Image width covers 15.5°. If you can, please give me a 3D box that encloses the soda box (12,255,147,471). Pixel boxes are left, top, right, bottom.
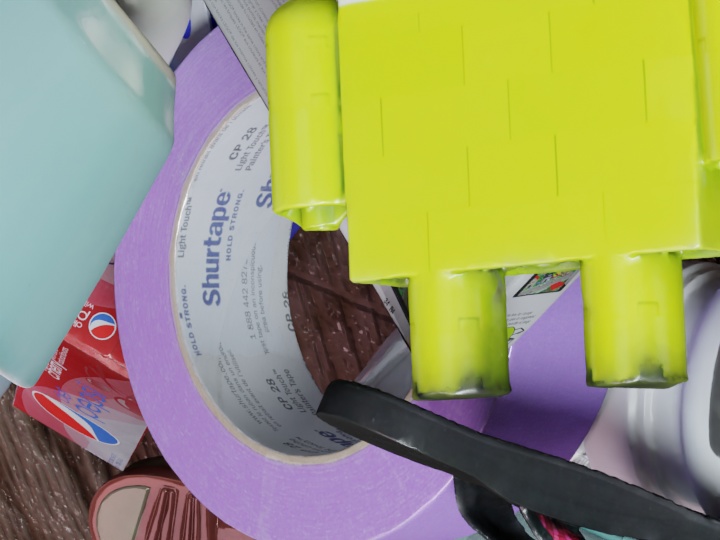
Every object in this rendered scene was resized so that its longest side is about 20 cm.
[{"bbox_3d":[-0.105,0.030,1.142,0.063,0.070,0.200,31,164,-1],"label":"soda box"}]

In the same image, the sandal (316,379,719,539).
[{"bbox_3d":[0.065,0.087,0.868,0.199,0.045,0.075,22,172,-31],"label":"sandal"}]

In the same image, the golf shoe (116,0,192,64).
[{"bbox_3d":[-0.114,-0.046,0.989,0.078,0.098,0.200,5,150,-29],"label":"golf shoe"}]

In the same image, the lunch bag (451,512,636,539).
[{"bbox_3d":[0.086,0.173,1.029,0.199,0.077,0.161,23,144,18],"label":"lunch bag"}]

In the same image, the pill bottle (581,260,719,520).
[{"bbox_3d":[0.183,0.050,0.910,0.199,0.117,0.117,6,135,40],"label":"pill bottle"}]

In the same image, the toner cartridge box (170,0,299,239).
[{"bbox_3d":[-0.081,-0.091,1.054,0.095,0.043,0.201,19,142,25],"label":"toner cartridge box"}]

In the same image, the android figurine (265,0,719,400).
[{"bbox_3d":[0.050,-0.063,0.791,0.181,0.041,0.202,-4,87,34],"label":"android figurine"}]

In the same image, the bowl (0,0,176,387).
[{"bbox_3d":[-0.135,-0.071,0.855,0.201,0.105,0.201,48,179,1],"label":"bowl"}]

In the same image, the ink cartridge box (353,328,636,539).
[{"bbox_3d":[0.092,0.087,1.067,0.200,0.084,0.146,39,146,-2],"label":"ink cartridge box"}]

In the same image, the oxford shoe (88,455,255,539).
[{"bbox_3d":[-0.023,0.118,1.243,0.199,0.075,0.071,14,110,10],"label":"oxford shoe"}]

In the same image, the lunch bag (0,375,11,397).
[{"bbox_3d":[-0.200,0.003,1.134,0.082,0.201,0.161,19,149,18],"label":"lunch bag"}]

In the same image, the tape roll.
[{"bbox_3d":[0.000,0.000,0.963,0.199,0.065,0.202,-1,89,43],"label":"tape roll"}]

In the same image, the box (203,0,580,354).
[{"bbox_3d":[0.014,-0.078,0.873,0.110,0.035,0.201,-47,63,36],"label":"box"}]
